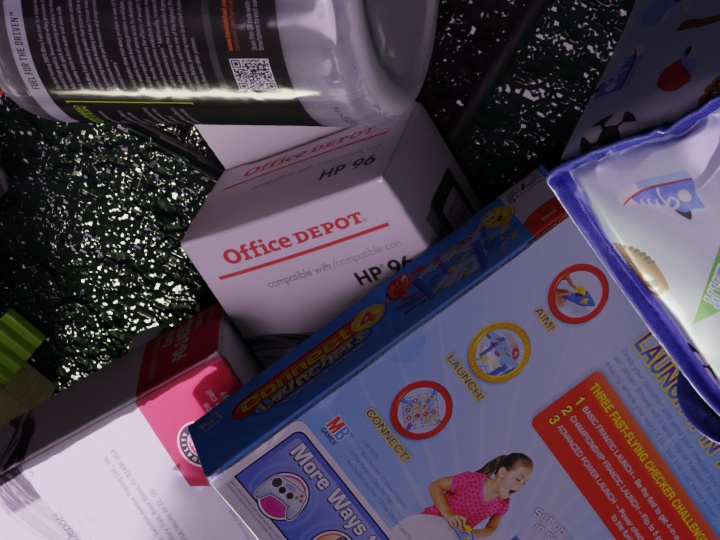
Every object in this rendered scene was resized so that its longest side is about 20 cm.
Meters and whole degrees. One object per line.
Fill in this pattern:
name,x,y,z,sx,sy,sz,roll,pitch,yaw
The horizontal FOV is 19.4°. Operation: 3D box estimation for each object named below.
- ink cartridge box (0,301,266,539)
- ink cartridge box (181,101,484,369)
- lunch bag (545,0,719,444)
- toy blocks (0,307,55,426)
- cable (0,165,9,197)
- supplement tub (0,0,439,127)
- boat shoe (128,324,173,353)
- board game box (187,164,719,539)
ink cartridge box,-0.113,0.129,1.003,0.200,0.083,0.145,-29,108,8
ink cartridge box,0.000,0.000,0.976,0.116,0.068,0.200,-18,118,30
lunch bag,0.178,-0.022,0.820,0.124,0.170,0.200,-22,117,37
toy blocks,-0.248,0.123,1.128,0.100,0.137,0.200,41,130,-13
cable,-0.250,-0.068,1.031,0.097,0.050,0.200,-23,118,43
supplement tub,-0.076,-0.121,0.875,0.200,0.123,0.123,2,127,19
boat shoe,-0.033,0.097,1.074,0.091,0.071,0.200,-19,122,25
board game box,0.061,0.091,0.932,0.196,0.056,0.200,-36,115,1
